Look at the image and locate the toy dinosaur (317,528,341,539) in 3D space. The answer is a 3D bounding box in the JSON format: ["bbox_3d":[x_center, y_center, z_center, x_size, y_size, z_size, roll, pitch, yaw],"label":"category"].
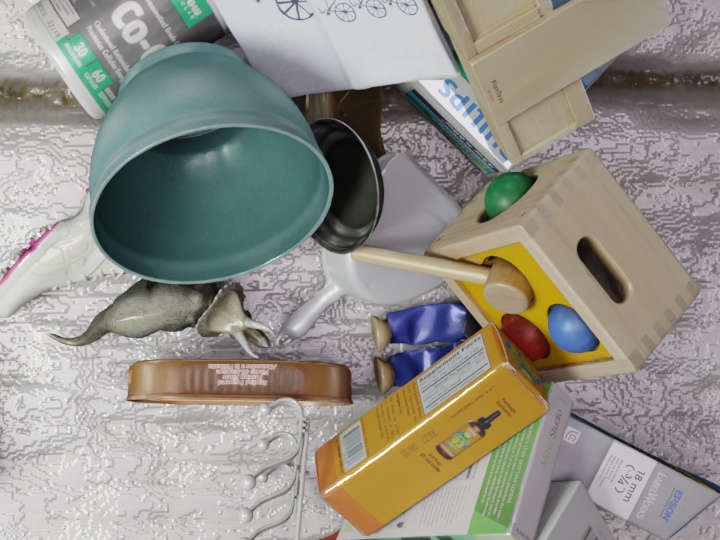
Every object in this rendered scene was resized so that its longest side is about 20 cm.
[{"bbox_3d":[-0.109,0.294,1.445,0.180,0.105,0.201,15,59,3],"label":"toy dinosaur"}]

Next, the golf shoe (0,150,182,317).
[{"bbox_3d":[-0.238,-0.017,1.396,0.200,0.075,0.092,-42,99,0],"label":"golf shoe"}]

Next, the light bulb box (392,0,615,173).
[{"bbox_3d":[0.116,-0.222,1.387,0.198,0.125,0.200,43,88,-6],"label":"light bulb box"}]

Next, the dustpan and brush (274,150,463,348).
[{"bbox_3d":[0.000,0.000,1.412,0.200,0.057,0.140,-49,123,-4],"label":"dustpan and brush"}]

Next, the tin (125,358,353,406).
[{"bbox_3d":[-0.105,0.099,1.396,0.198,0.112,0.042,1,79,-6],"label":"tin"}]

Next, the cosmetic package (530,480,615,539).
[{"bbox_3d":[0.120,0.250,1.373,0.113,0.199,0.081,57,46,-19],"label":"cosmetic package"}]

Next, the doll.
[{"bbox_3d":[0.112,0.069,1.444,0.198,0.048,0.137,-7,104,-7],"label":"doll"}]

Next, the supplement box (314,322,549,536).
[{"bbox_3d":[0.057,0.133,1.326,0.200,0.069,0.067,-36,120,17],"label":"supplement box"}]

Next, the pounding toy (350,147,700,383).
[{"bbox_3d":[0.134,0.000,1.333,0.200,0.184,0.142,50,64,-13],"label":"pounding toy"}]

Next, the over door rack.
[{"bbox_3d":[-0.067,0.229,1.340,0.066,0.148,0.201,-5,60,-8],"label":"over door rack"}]

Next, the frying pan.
[{"bbox_3d":[-0.041,-0.065,1.368,0.031,0.190,0.116,-14,88,-39],"label":"frying pan"}]

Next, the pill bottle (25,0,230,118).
[{"bbox_3d":[-0.177,-0.229,1.366,0.199,0.113,0.113,-35,96,-2],"label":"pill bottle"}]

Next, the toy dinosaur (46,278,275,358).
[{"bbox_3d":[-0.175,0.031,1.389,0.198,0.102,0.078,1,93,-6],"label":"toy dinosaur"}]

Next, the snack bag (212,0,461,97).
[{"bbox_3d":[-0.039,-0.215,1.274,0.199,0.021,0.189,-3,135,32],"label":"snack bag"}]

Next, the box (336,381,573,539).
[{"bbox_3d":[0.079,0.173,1.355,0.036,0.199,0.145,41,56,-31],"label":"box"}]

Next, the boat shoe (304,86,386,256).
[{"bbox_3d":[-0.019,-0.105,1.414,0.072,0.065,0.201,-13,114,-28],"label":"boat shoe"}]

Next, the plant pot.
[{"bbox_3d":[-0.134,-0.102,1.317,0.199,0.201,0.135,-15,56,-4],"label":"plant pot"}]

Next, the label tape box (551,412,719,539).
[{"bbox_3d":[0.237,0.185,1.414,0.199,0.144,0.064,27,90,-6],"label":"label tape box"}]

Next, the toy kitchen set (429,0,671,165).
[{"bbox_3d":[0.132,-0.237,1.290,0.162,0.181,0.200,-29,135,0],"label":"toy kitchen set"}]
